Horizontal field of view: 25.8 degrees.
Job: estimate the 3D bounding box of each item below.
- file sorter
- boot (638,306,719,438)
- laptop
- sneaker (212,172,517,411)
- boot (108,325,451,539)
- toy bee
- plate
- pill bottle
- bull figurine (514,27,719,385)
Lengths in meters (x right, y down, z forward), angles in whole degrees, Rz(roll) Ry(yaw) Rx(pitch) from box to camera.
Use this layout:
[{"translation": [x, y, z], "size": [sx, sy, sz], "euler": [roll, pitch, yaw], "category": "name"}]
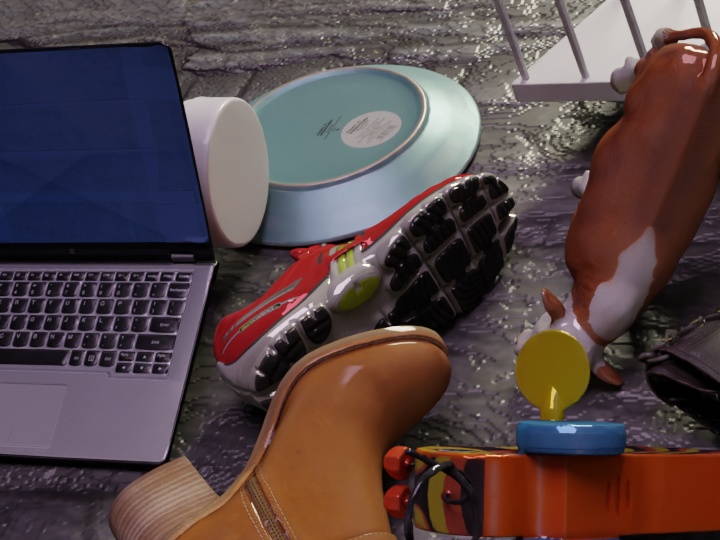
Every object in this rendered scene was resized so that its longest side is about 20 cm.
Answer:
[{"translation": [0.186, -0.185, 0.911], "size": [0.199, 0.125, 0.139], "euler": [6, 38, 45], "category": "file sorter"}, {"translation": [0.211, 0.008, 0.793], "size": [0.174, 0.070, 0.200], "euler": [-30, 39, -15], "category": "boot"}, {"translation": [-0.188, -0.008, 0.875], "size": [0.186, 0.116, 0.201], "euler": [0, 61, 21], "category": "laptop"}, {"translation": [0.000, 0.000, 0.878], "size": [0.199, 0.077, 0.085], "euler": [-34, 35, -22], "category": "sneaker"}, {"translation": [-0.004, 0.121, 0.738], "size": [0.199, 0.074, 0.155], "euler": [-34, 45, -16], "category": "boot"}, {"translation": [0.067, 0.088, 0.687], "size": [0.108, 0.200, 0.132], "euler": [-1, 66, 50], "category": "toy bee"}, {"translation": [-0.020, -0.087, 1.034], "size": [0.199, 0.026, 0.201], "euler": [-11, 37, 8], "category": "plate"}, {"translation": [-0.164, -0.059, 0.974], "size": [0.199, 0.120, 0.120], "euler": [1, 41, 21], "category": "pill bottle"}, {"translation": [0.142, -0.037, 0.819], "size": [0.065, 0.201, 0.122], "euler": [23, 24, -7], "category": "bull figurine"}]
